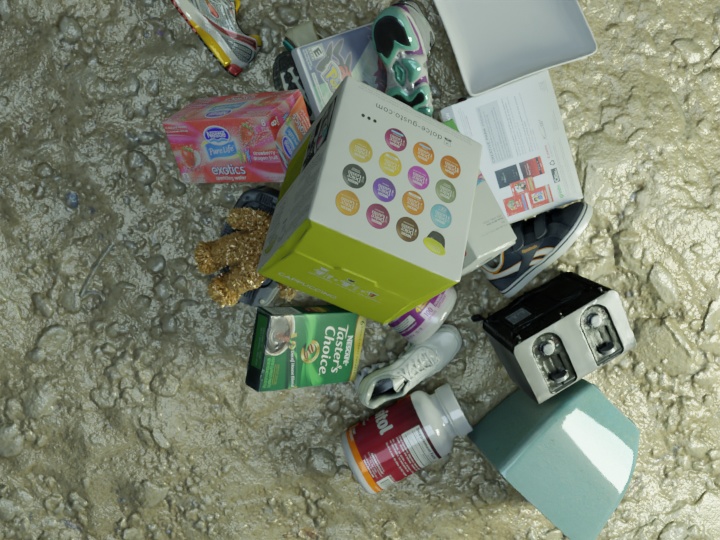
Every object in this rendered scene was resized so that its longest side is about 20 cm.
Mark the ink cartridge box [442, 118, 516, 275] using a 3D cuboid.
[{"bbox_3d":[0.122,-0.093,1.144,0.087,0.145,0.202,-25,83,-26],"label":"ink cartridge box"}]

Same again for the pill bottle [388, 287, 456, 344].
[{"bbox_3d":[0.045,0.013,1.214,0.199,0.112,0.113,39,98,-8],"label":"pill bottle"}]

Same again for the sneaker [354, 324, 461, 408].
[{"bbox_3d":[0.081,0.161,1.260,0.199,0.081,0.076,-34,98,4],"label":"sneaker"}]

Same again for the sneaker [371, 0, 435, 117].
[{"bbox_3d":[0.081,-0.306,1.155,0.077,0.140,0.202,5,127,21],"label":"sneaker"}]

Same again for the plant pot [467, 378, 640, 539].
[{"bbox_3d":[0.322,0.277,1.234,0.196,0.196,0.200,43,89,-8],"label":"plant pot"}]

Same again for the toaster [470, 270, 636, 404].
[{"bbox_3d":[0.297,0.096,1.203,0.179,0.200,0.120,-29,103,-3],"label":"toaster"}]

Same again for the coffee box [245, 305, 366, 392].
[{"bbox_3d":[-0.080,0.118,1.210,0.198,0.044,0.125,3,102,-43],"label":"coffee box"}]

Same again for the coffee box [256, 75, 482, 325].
[{"bbox_3d":[0.009,-0.075,0.977,0.198,0.200,0.200,22,64,-18],"label":"coffee box"}]

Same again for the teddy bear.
[{"bbox_3d":[-0.140,-0.025,1.088,0.197,0.067,0.147,-8,89,7],"label":"teddy bear"}]

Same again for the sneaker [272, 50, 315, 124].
[{"bbox_3d":[-0.082,-0.230,1.175,0.076,0.088,0.202,-29,104,-15],"label":"sneaker"}]

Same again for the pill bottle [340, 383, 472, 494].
[{"bbox_3d":[0.076,0.268,1.263,0.198,0.113,0.114,-30,100,4],"label":"pill bottle"}]

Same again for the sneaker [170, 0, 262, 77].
[{"bbox_3d":[-0.225,-0.393,1.159,0.082,0.078,0.201,-39,108,2],"label":"sneaker"}]

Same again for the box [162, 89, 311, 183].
[{"bbox_3d":[-0.174,-0.193,1.125,0.198,0.095,0.104,4,124,31],"label":"box"}]

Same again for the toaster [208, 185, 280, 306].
[{"bbox_3d":[-0.151,-0.051,1.191,0.112,0.129,0.202,22,101,-6],"label":"toaster"}]

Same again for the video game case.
[{"bbox_3d":[0.008,-0.257,1.160,0.181,0.023,0.202,-27,102,-30],"label":"video game case"}]

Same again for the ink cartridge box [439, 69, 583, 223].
[{"bbox_3d":[0.223,-0.181,1.192,0.173,0.084,0.203,-18,100,1],"label":"ink cartridge box"}]

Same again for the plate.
[{"bbox_3d":[0.223,-0.371,1.154,0.197,0.032,0.203,-19,76,3],"label":"plate"}]

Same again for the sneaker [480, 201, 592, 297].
[{"bbox_3d":[0.264,-0.045,1.200,0.079,0.079,0.200,38,120,-7],"label":"sneaker"}]

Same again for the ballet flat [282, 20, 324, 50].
[{"bbox_3d":[-0.040,-0.289,1.183,0.069,0.070,0.201,-33,99,6],"label":"ballet flat"}]
